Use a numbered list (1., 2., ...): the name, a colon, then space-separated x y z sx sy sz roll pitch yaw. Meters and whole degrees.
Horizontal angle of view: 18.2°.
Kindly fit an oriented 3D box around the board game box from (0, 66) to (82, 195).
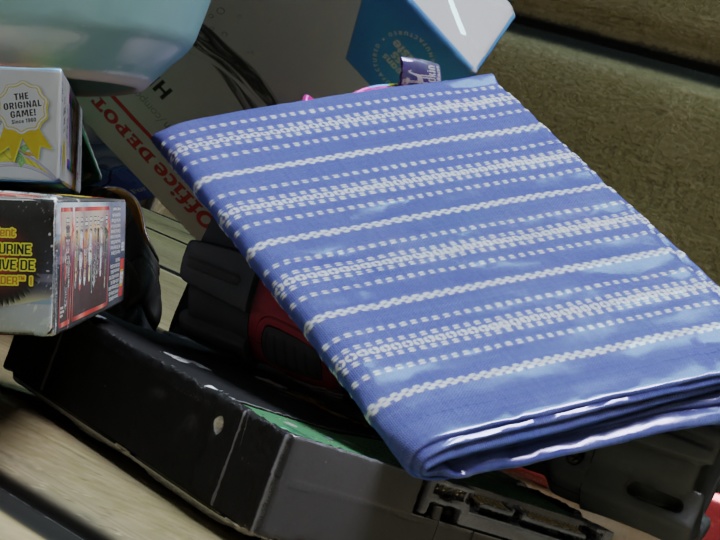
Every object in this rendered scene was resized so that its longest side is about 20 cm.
1. board game box: -0.162 -0.046 0.748 0.133 0.035 0.200 2 1 -6

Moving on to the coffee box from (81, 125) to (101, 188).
1. coffee box: -0.181 -0.038 0.959 0.122 0.044 0.200 -20 2 -2

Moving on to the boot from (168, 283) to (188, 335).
1. boot: -0.014 0.039 1.104 0.153 0.074 0.204 23 7 -8

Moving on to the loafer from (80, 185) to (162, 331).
1. loafer: -0.124 -0.004 1.096 0.072 0.073 0.200 21 1 -6

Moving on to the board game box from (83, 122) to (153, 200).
1. board game box: -0.182 -0.089 1.083 0.199 0.044 0.199 -17 -36 25

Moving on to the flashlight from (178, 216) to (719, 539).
1. flashlight: 0.036 0.028 0.773 0.199 0.068 0.068 20 6 20

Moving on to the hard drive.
1. hard drive: -0.022 0.061 0.760 0.139 0.038 0.200 20 1 -34

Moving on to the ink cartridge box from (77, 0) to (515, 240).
1. ink cartridge box: -0.047 -0.083 0.955 0.116 0.200 0.067 46 34 -10

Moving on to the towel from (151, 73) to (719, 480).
1. towel: 0.033 -0.003 0.750 0.144 0.024 0.200 -10 37 -26

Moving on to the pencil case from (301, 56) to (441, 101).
1. pencil case: 0.000 0.000 0.914 0.088 0.089 0.200 20 -30 1

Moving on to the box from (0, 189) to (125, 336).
1. box: -0.147 -0.006 0.678 0.136 0.040 0.200 2 2 -2

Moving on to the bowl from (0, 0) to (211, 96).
1. bowl: -0.127 -0.115 0.758 0.199 0.106 0.201 3 1 0

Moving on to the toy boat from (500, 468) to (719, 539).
1. toy boat: 0.144 0.070 0.904 0.199 0.132 0.131 21 2 5
